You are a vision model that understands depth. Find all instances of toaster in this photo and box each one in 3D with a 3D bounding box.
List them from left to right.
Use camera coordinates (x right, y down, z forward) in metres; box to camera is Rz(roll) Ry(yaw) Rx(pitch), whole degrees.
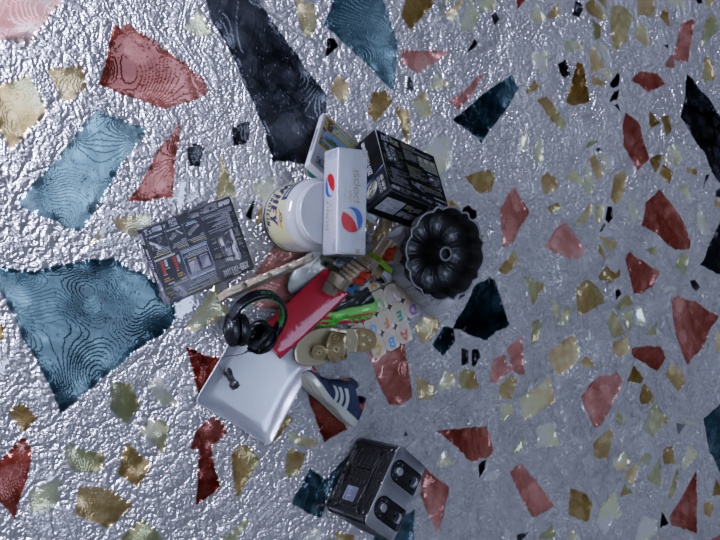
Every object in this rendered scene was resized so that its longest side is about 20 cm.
[{"bbox_3d":[0.028,0.480,1.664,0.118,0.198,0.183,40,65,-25],"label":"toaster"}]

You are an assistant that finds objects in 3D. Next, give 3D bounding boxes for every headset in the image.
[{"bbox_3d":[-0.220,0.136,1.514,0.122,0.094,0.202,22,108,-40],"label":"headset"}]

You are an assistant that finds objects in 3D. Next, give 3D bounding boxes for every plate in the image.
[{"bbox_3d":[-0.224,0.234,1.601,0.198,0.032,0.203,36,74,-25],"label":"plate"}]

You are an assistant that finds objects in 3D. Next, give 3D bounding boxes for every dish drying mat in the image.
[{"bbox_3d":[-0.122,0.091,1.601,0.200,0.018,0.077,-43,88,-10],"label":"dish drying mat"}]

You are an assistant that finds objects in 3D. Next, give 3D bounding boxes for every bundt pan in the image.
[{"bbox_3d":[0.169,-0.040,1.643,0.197,0.075,0.208,-3,98,-22],"label":"bundt pan"}]

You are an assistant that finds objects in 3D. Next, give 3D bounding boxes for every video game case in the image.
[{"bbox_3d":[-0.029,-0.226,1.657,0.199,0.023,0.185,38,40,-24],"label":"video game case"}]

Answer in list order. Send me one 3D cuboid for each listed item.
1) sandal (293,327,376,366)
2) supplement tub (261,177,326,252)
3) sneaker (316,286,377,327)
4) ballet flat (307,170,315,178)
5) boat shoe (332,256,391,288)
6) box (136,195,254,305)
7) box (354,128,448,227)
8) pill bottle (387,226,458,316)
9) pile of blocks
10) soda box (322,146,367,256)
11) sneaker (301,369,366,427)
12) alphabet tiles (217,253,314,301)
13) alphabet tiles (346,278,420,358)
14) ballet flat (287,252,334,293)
[{"bbox_3d":[-0.042,0.161,1.653,0.207,0.069,0.080,-7,90,-33],"label":"sandal"},{"bbox_3d":[-0.110,-0.113,1.565,0.142,0.199,0.149,0,90,-28],"label":"supplement tub"},{"bbox_3d":[-0.061,0.074,1.672,0.195,0.077,0.086,-2,59,-18],"label":"sneaker"},{"bbox_3d":[-0.041,-0.196,1.692,0.198,0.067,0.063,36,47,-28],"label":"ballet flat"},{"bbox_3d":[0.002,0.001,1.665,0.069,0.073,0.199,-61,150,-4],"label":"boat shoe"},{"bbox_3d":[-0.330,-0.043,1.530,0.197,0.049,0.161,-25,102,-26],"label":"box"},{"bbox_3d":[0.090,-0.196,1.677,0.197,0.086,0.167,15,52,-42],"label":"box"},{"bbox_3d":[0.134,0.000,1.737,0.200,0.114,0.115,45,71,-21],"label":"pill bottle"},{"bbox_3d":[0.015,0.007,1.589,0.198,0.062,0.083,-36,130,-20],"label":"pile of blocks"},{"bbox_3d":[-0.030,-0.130,1.460,0.067,0.063,0.206,2,89,-29],"label":"soda box"},{"bbox_3d":[-0.055,0.260,1.665,0.085,0.074,0.201,-55,132,-19],"label":"sneaker"},{"bbox_3d":[-0.191,0.014,1.525,0.197,0.195,0.015,-23,90,-25],"label":"alphabet tiles"},{"bbox_3d":[0.049,0.092,1.760,0.197,0.014,0.200,-24,102,-27],"label":"alphabet tiles"},{"bbox_3d":[-0.080,-0.023,1.651,0.070,0.069,0.201,47,68,-20],"label":"ballet flat"}]
